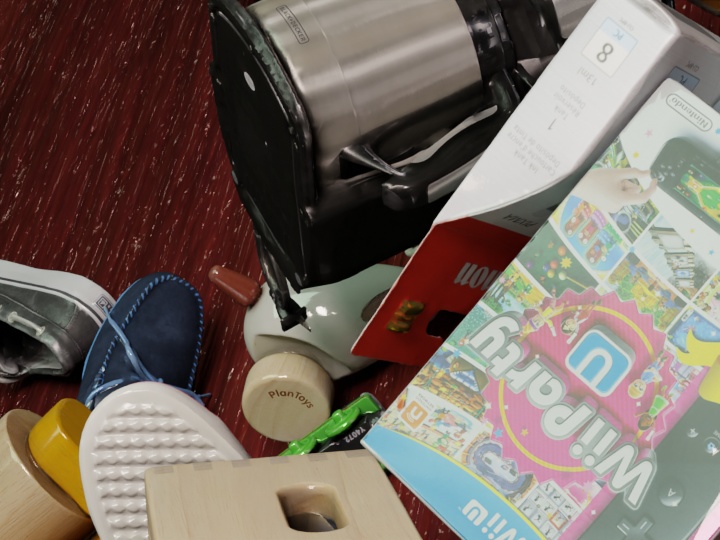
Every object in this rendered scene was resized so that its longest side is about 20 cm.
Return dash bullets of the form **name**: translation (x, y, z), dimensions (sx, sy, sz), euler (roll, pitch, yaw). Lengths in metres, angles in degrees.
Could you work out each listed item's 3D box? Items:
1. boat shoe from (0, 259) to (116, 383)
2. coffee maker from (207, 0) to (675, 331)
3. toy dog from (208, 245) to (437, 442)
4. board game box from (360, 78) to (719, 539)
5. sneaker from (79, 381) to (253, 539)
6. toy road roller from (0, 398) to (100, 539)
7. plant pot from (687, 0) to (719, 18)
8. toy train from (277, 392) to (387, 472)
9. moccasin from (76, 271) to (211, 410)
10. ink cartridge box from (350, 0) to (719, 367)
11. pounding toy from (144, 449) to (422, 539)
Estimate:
- **boat shoe**: translation (-0.238, 0.042, 1.462), dimensions (0.199, 0.074, 0.068), euler (8, 47, 48)
- **coffee maker**: translation (0.038, -0.084, 1.021), dimensions (0.199, 0.135, 0.192), euler (-21, -14, -15)
- **toy dog**: translation (0.000, 0.000, 1.130), dimensions (0.200, 0.096, 0.132), euler (-41, 30, 11)
- **board game box**: translation (0.121, 0.046, 0.871), dimensions (0.147, 0.064, 0.200), euler (41, 93, 31)
- **sneaker**: translation (-0.058, 0.126, 0.971), dimensions (0.075, 0.201, 0.105), euler (-37, 16, 2)
- **toy road roller**: translation (-0.133, 0.174, 1.015), dimensions (0.123, 0.200, 0.146), euler (-42, 6, 13)
- **plant pot**: translation (0.223, -0.205, 0.990), dimensions (0.200, 0.199, 0.184), euler (18, 86, 60)
- **toy train**: translation (-0.060, 0.127, 1.129), dimensions (0.200, 0.042, 0.056), euler (-36, 11, 16)
- **moccasin**: translation (-0.128, 0.094, 1.244), dimensions (0.068, 0.080, 0.201), euler (-26, 46, 62)
- **ink cartridge box**: translation (0.103, -0.022, 0.964), dimensions (0.047, 0.160, 0.200), euler (43, 105, 29)
- **pounding toy**: translation (-0.005, 0.186, 0.833), dimensions (0.200, 0.141, 0.185), euler (-129, 36, -76)
